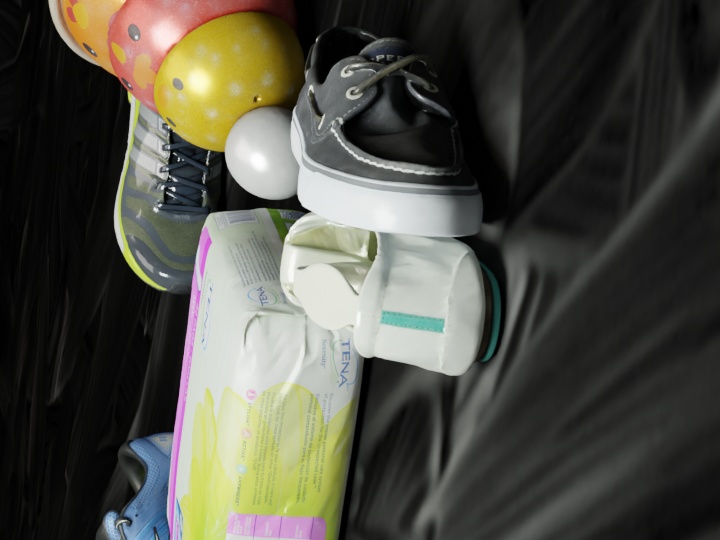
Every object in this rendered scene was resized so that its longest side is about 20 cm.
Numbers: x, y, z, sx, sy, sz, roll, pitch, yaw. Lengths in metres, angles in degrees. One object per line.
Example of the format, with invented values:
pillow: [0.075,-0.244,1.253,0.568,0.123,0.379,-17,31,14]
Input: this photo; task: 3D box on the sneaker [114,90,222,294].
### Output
sneaker: [-0.123,-0.081,1.271,0.081,0.074,0.200,130,139,-61]

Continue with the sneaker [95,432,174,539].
sneaker: [-0.116,0.185,1.151,0.079,0.089,0.200,108,159,-47]

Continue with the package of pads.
package of pads: [-0.053,0.085,0.974,0.155,0.068,0.200,-121,36,-65]

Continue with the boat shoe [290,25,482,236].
boat shoe: [0.009,-0.065,0.788,0.200,0.070,0.066,-111,26,-73]

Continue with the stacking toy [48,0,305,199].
stacking toy: [-0.077,-0.118,1.055,0.200,0.146,0.146,58,146,36]

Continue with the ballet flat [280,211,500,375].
ballet flat: [0.000,0.000,0.799,0.200,0.069,0.070,-144,59,-73]
